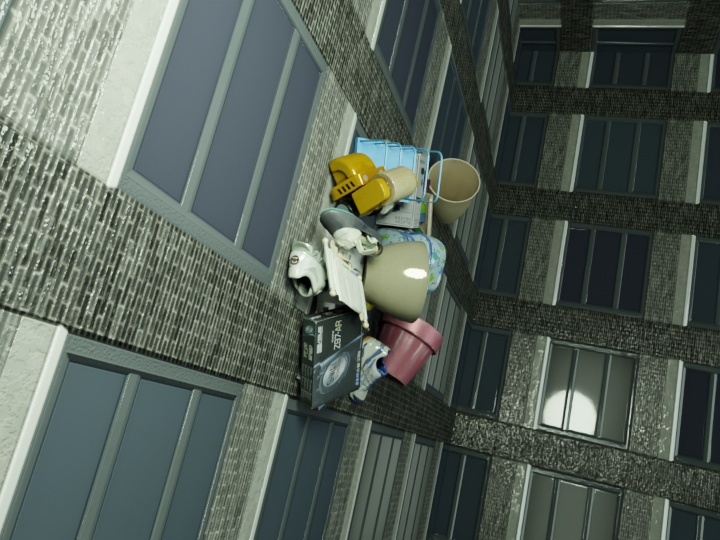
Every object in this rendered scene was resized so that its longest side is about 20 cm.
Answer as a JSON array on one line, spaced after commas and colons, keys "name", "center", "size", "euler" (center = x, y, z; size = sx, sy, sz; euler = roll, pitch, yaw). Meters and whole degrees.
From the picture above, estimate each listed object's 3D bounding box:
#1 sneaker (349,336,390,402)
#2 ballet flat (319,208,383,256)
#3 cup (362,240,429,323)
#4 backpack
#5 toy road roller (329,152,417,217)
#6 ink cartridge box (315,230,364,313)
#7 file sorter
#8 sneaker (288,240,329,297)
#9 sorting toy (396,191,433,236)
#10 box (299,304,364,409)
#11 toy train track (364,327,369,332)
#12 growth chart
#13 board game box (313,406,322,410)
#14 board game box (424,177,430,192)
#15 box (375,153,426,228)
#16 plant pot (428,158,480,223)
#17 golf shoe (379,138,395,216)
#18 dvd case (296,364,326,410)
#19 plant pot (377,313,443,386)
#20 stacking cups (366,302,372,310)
[{"name": "sneaker", "center": [0.026, 0.284, 1.684], "size": [0.075, 0.087, 0.204], "euler": [-33, 140, -56]}, {"name": "ballet flat", "center": [-0.012, -0.074, 1.336], "size": [0.199, 0.072, 0.075], "euler": [24, 75, -51]}, {"name": "cup", "center": [0.071, 0.019, 1.511], "size": [0.200, 0.140, 0.205], "euler": [-172, -90, -80]}, {"name": "backpack", "center": [0.123, -0.023, 1.703], "size": [0.146, 0.197, 0.187], "euler": [18, 82, -50]}, {"name": "toy road roller", "center": [0.013, -0.199, 1.364], "size": [0.122, 0.198, 0.149], "euler": [-25, 92, -44]}, {"name": "ink cartridge box", "center": [-0.044, 0.015, 1.451], "size": [0.115, 0.065, 0.205], "euler": [2, 96, -70]}, {"name": "file sorter", "center": [0.092, -0.244, 1.524], "size": [0.197, 0.122, 0.142], "euler": [1, 98, -38]}, {"name": "sneaker", "center": [-0.100, 0.022, 1.304], "size": [0.200, 0.073, 0.090], "euler": [44, 57, -54]}, {"name": "sorting toy", "center": [0.152, -0.147, 1.823], "size": [0.036, 0.200, 0.189], "euler": [-7, 110, -24]}, {"name": "box", "center": [-0.062, 0.189, 1.389], "size": [0.158, 0.043, 0.205], "euler": [-11, 110, -47]}, {"name": "toy train track", "center": [0.006, 0.188, 1.704], "size": [0.116, 0.032, 0.203], "euler": [-62, 153, -43]}, {"name": "growth chart", "center": [-0.030, 0.024, 1.330], "size": [0.200, 0.017, 0.148], "euler": [46, 32, -55]}, {"name": "board game box", "center": [-0.081, 0.214, 1.449], "size": [0.103, 0.019, 0.205], "euler": [-28, 123, -63]}, {"name": "board game box", "center": [0.182, -0.182, 1.938], "size": [0.121, 0.032, 0.203], "euler": [118, -11, -48]}, {"name": "box", "center": [0.113, -0.224, 1.718], "size": [0.060, 0.114, 0.205], "euler": [-13, 110, -68]}, {"name": "plant pot", "center": [0.322, -0.263, 2.222], "size": [0.201, 0.183, 0.190], "euler": [92, 16, -59]}, {"name": "golf shoe", "center": [0.049, -0.240, 1.625], "size": [0.094, 0.077, 0.205], "euler": [-19, 118, -45]}, {"name": "dvd case", "center": [-0.093, 0.228, 1.475], "size": [0.201, 0.016, 0.151], "euler": [66, 37, -55]}, {"name": "plant pot", "center": [0.122, 0.234, 1.843], "size": [0.181, 0.197, 0.201], "euler": [-58, 154, -14]}, {"name": "stacking cups", "center": [0.000, 0.000, 1.592], "size": [0.060, 0.059, 0.205], "euler": [-38, 129, -62]}]
